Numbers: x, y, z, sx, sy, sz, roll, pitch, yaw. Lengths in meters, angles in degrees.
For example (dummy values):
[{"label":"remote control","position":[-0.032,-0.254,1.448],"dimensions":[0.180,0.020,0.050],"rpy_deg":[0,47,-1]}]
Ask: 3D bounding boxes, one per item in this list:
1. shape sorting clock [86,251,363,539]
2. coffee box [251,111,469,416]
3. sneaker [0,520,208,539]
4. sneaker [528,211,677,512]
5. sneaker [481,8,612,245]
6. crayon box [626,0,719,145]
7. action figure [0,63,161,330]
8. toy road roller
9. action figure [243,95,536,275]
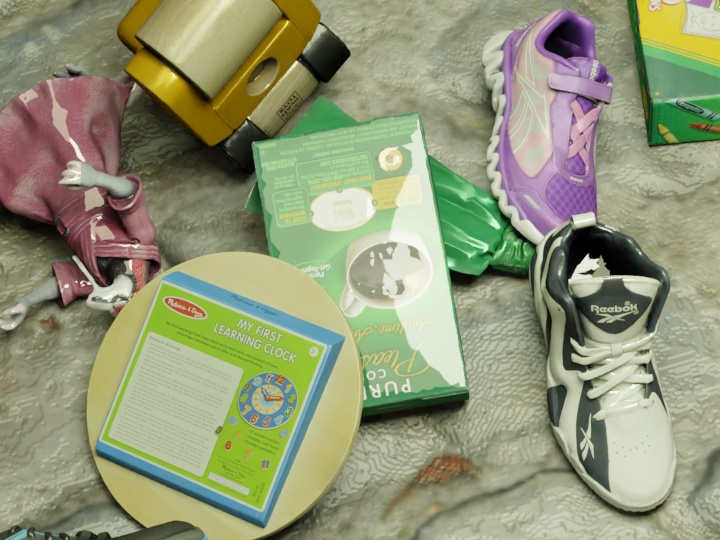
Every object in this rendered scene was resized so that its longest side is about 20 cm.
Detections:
[{"label":"shape sorting clock","position":[-0.091,0.085,1.606],"dimensions":[0.200,0.039,0.200],"rpy_deg":[-4,78,22]},{"label":"coffee box","position":[0.000,0.000,1.642],"dimensions":[0.123,0.044,0.200],"rpy_deg":[-11,77,1]},{"label":"sneaker","position":[-0.198,0.193,1.555],"dimensions":[0.200,0.073,0.082],"rpy_deg":[-18,56,-8]},{"label":"sneaker","position":[0.163,0.052,1.567],"dimensions":[0.079,0.130,0.199],"rpy_deg":[-7,73,-3]},{"label":"sneaker","position":[0.141,-0.106,1.702],"dimensions":[0.080,0.088,0.200],"rpy_deg":[20,50,-33]},{"label":"crayon box","position":[0.260,-0.191,1.779],"dimensions":[0.119,0.058,0.200],"rpy_deg":[-5,57,1]},{"label":"action figure","position":[-0.193,-0.038,1.711],"dimensions":[0.149,0.134,0.200],"rpy_deg":[-7,59,-53]},{"label":"toy road roller","position":[-0.113,-0.170,1.711],"dimensions":[0.146,0.200,0.123],"rpy_deg":[38,87,23]},{"label":"action figure","position":[0.033,-0.042,1.702],"dimensions":[0.200,0.055,0.118],"rpy_deg":[23,60,15]}]
